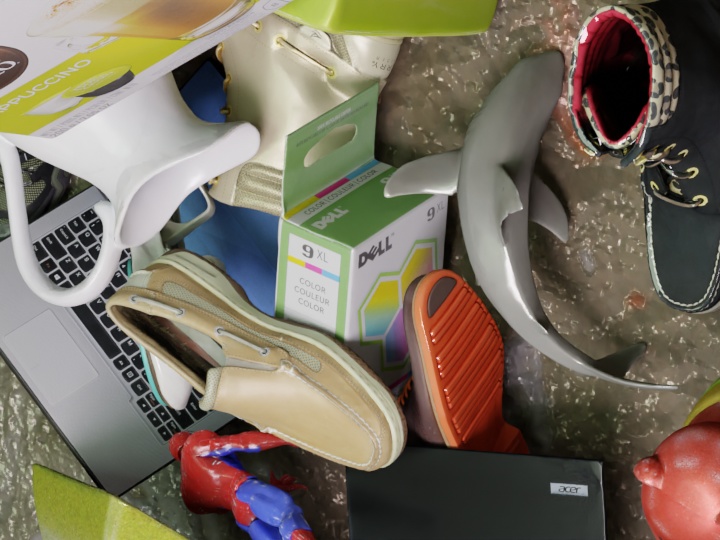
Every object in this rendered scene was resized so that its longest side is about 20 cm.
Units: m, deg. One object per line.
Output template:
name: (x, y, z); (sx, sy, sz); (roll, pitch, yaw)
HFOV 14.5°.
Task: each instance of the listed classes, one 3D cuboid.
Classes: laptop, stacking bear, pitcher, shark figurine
laptop: (0.096, 0.196, 1.715); (0.176, 0.200, 0.104); (3, 64, 32)
laptop: (-0.129, 0.005, 1.811); (0.188, 0.200, 0.116); (52, 155, 12)
stacking bear: (0.220, 0.108, 1.560); (0.121, 0.200, 0.114); (35, 117, 21)
pitcher: (-0.185, -0.095, 1.726); (0.172, 0.121, 0.200); (-45, 75, 8)
shark figurine: (0.098, -0.016, 1.646); (0.089, 0.128, 0.216); (145, 108, -75)

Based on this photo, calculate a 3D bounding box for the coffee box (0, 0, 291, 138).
coffee box: (-0.183, -0.206, 1.509); (0.199, 0.197, 0.201); (-28, 74, 28)

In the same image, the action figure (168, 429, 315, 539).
action figure: (-0.040, 0.141, 1.731); (0.200, 0.099, 0.066); (33, 129, 44)

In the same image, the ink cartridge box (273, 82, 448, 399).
ink cartridge box: (0.000, 0.000, 1.709); (0.059, 0.104, 0.201); (21, 123, 29)

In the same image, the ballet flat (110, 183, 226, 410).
ballet flat: (-0.119, -0.016, 1.774); (0.069, 0.069, 0.201); (-23, 75, 33)

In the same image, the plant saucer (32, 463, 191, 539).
plant saucer: (-0.110, 0.198, 1.756); (0.200, 0.200, 0.048); (33, 81, -19)

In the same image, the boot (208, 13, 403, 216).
boot: (-0.077, -0.122, 1.767); (0.199, 0.073, 0.156); (22, 105, 20)

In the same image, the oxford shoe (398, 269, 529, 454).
oxford shoe: (0.046, 0.079, 1.703); (0.072, 0.071, 0.201); (14, 136, 33)

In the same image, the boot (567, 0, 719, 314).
boot: (0.166, -0.065, 1.583); (0.073, 0.154, 0.205); (12, 107, 29)

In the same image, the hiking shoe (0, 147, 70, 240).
hiking shoe: (-0.237, -0.107, 1.858); (0.075, 0.101, 0.201); (24, 112, 28)

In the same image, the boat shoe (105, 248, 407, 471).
boat shoe: (-0.067, 0.065, 1.671); (0.199, 0.076, 0.072); (30, 127, 24)

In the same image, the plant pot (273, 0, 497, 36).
plant pot: (-0.021, -0.253, 1.640); (0.198, 0.200, 0.182); (24, 105, 26)
